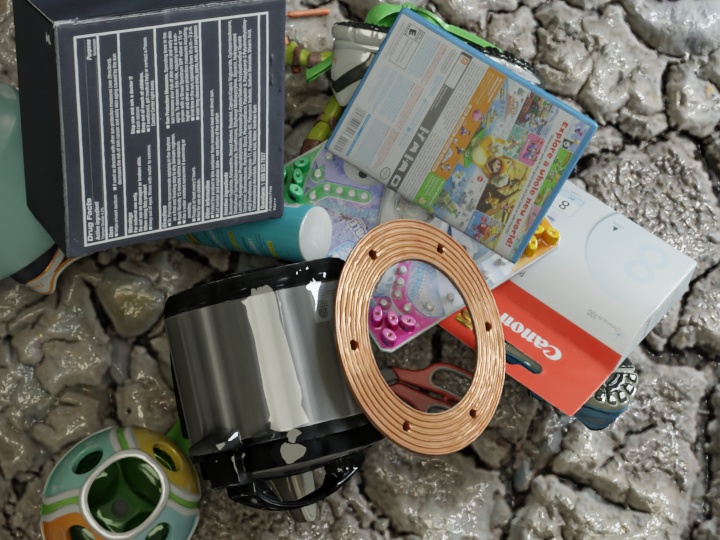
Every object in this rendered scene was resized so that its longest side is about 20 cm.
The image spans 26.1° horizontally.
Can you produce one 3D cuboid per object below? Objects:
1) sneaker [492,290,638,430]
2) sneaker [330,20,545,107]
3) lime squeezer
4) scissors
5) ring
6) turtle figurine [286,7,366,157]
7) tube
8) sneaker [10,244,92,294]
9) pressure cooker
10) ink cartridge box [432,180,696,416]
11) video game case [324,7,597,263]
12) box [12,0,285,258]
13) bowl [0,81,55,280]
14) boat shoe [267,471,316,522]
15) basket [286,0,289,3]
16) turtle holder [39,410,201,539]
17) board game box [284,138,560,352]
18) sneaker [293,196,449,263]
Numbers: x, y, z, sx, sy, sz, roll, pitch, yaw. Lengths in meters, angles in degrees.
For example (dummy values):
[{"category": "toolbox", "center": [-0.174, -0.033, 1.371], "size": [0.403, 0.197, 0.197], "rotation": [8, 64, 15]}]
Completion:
[{"category": "sneaker", "center": [0.160, 0.083, 1.443], "size": [0.200, 0.090, 0.078], "rotation": [39, 57, 23]}, {"category": "sneaker", "center": [0.067, -0.171, 1.401], "size": [0.198, 0.074, 0.081], "rotation": [11, 102, 7]}, {"category": "lime squeezer", "center": [0.046, -0.217, 1.440], "size": [0.198, 0.038, 0.071], "rotation": [-3, 58, 1]}, {"category": "scissors", "center": [0.027, 0.095, 1.472], "size": [0.199, 0.014, 0.074], "rotation": [29, 85, 3]}, {"category": "ring", "center": [0.049, 0.056, 1.309], "size": [0.199, 0.019, 0.202], "rotation": [15, 67, -39]}, {"category": "turtle figurine", "center": [0.005, -0.170, 1.479], "size": [0.198, 0.064, 0.163], "rotation": [13, 82, -1]}, {"category": "tube", "center": [-0.119, -0.042, 1.401], "size": [0.199, 0.078, 0.051], "rotation": [8, 59, 34]}, {"category": "sneaker", "center": [-0.269, -0.069, 1.452], "size": [0.078, 0.080, 0.201], "rotation": [11, 59, 41]}, {"category": "pressure cooker", "center": [-0.070, 0.101, 1.315], "size": [0.174, 0.179, 0.202], "rotation": [-13, 87, -7]}, {"category": "ink cartridge box", "center": [0.186, 0.018, 1.409], "size": [0.160, 0.047, 0.200], "rotation": [35, 54, 20]}, {"category": "video game case", "center": [0.087, -0.118, 1.362], "size": [0.199, 0.018, 0.144], "rotation": [31, 103, 2]}, {"category": "box", "center": [-0.175, -0.139, 1.288], "size": [0.197, 0.123, 0.202], "rotation": [-12, 119, -27]}, {"category": "bowl", "center": [-0.347, -0.093, 1.382], "size": [0.199, 0.105, 0.202], "rotation": [-14, 47, 15]}, {"category": "boat shoe", "center": [-0.092, 0.141, 1.438], "size": [0.057, 0.067, 0.202], "rotation": [-20, 79, 11]}, {"category": "basket", "center": [-0.120, -0.356, 1.465], "size": [0.199, 0.136, 0.124], "rotation": [28, 84, 2]}, {"category": "turtle holder", "center": [-0.195, 0.202, 1.382], "size": [0.184, 0.132, 0.142], "rotation": [-18, 77, -16]}, {"category": "board game box", "center": [0.051, -0.058, 1.408], "size": [0.199, 0.026, 0.201], "rotation": [-31, 76, -13]}, {"category": "sneaker", "center": [0.000, 0.000, 1.448], "size": [0.199, 0.076, 0.076], "rotation": [-32, 82, -8]}]
